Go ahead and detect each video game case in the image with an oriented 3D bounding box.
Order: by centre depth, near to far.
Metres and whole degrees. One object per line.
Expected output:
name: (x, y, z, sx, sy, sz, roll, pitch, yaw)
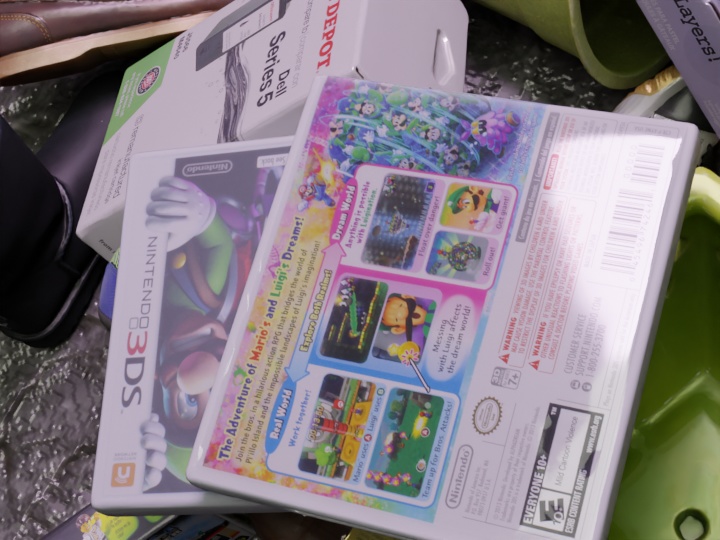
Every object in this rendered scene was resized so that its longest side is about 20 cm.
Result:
video game case: (0.036, 0.017, 0.644, 0.182, 0.024, 0.200, 10, 73, 22)
video game case: (-0.023, 0.020, 0.689, 0.199, 0.023, 0.182, -4, 68, 17)

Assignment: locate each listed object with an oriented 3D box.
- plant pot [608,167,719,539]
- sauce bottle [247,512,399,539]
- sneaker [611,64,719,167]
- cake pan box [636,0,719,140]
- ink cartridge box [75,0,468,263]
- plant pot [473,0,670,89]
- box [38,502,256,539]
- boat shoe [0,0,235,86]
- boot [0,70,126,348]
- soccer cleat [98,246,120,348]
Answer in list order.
plant pot: (0.159, 0.106, 0.715, 0.200, 0.182, 0.199, -40, 68, -2)
sauce bottle: (-0.005, 0.135, 0.766, 0.200, 0.065, 0.065, 35, 82, -7)
sneaker: (0.163, -0.055, 0.836, 0.200, 0.076, 0.088, -32, 81, 7)
cake pan box: (0.219, -0.171, 0.770, 0.184, 0.200, 0.052, -49, 24, -27)
ink cartridge box: (-0.047, -0.085, 0.819, 0.200, 0.084, 0.146, -27, 37, 30)
plant pot: (0.091, -0.225, 0.852, 0.190, 0.200, 0.200, 22, 78, 31)
box: (-0.160, 0.178, 0.809, 0.200, 0.110, 0.035, -35, 68, 1)
boat shoe: (-0.136, -0.163, 0.903, 0.199, 0.070, 0.071, -11, 88, -8)
boot: (-0.194, -0.056, 0.867, 0.073, 0.162, 0.199, 17, 76, 21)
soccer cleat: (-0.037, 0.031, 0.768, 0.200, 0.065, 0.084, 21, 100, 2)
